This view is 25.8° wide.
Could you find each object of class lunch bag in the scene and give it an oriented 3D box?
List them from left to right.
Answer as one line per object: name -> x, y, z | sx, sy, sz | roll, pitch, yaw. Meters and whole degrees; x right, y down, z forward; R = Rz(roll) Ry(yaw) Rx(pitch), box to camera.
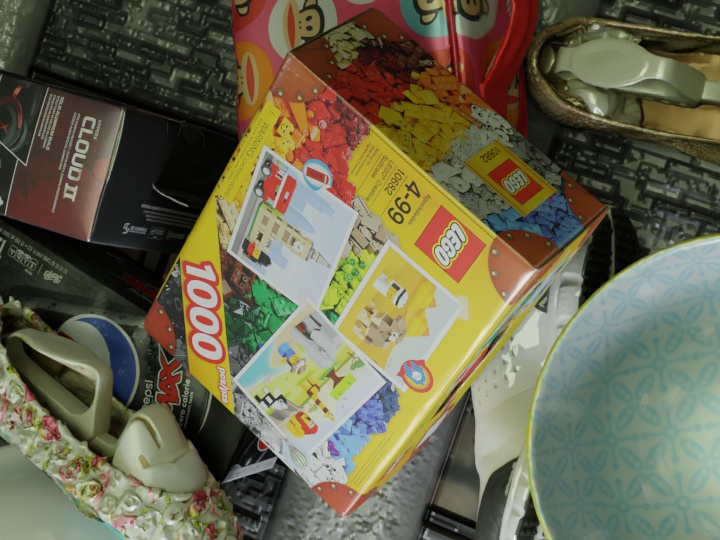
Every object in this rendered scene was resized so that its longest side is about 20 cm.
lunch bag -> 0.016, -0.132, 0.821 | 0.176, 0.082, 0.200 | -4, 89, 41

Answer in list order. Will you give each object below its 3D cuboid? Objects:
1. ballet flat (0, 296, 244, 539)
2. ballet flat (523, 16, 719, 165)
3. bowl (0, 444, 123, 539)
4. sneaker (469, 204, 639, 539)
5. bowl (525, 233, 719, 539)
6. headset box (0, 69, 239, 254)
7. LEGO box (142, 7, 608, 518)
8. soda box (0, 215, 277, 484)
ballet flat -> -0.136, 0.085, 0.822 | 0.200, 0.076, 0.064 | 33, 114, 16
ballet flat -> 0.173, -0.089, 0.790 | 0.200, 0.065, 0.071 | 8, 87, 21
bowl -> -0.169, 0.198, 0.839 | 0.201, 0.090, 0.201 | -2, 100, -10
sneaker -> 0.087, 0.062, 0.820 | 0.080, 0.074, 0.200 | 10, 85, 36
bowl -> 0.189, 0.084, 0.750 | 0.200, 0.108, 0.200 | -1, 86, 21
headset box -> -0.168, -0.064, 0.876 | 0.200, 0.149, 0.075 | 17, 93, 21
LEGO box -> 0.000, 0.000, 0.764 | 0.149, 0.077, 0.200 | 42, 132, 10
soda box -> -0.129, 0.041, 0.895 | 0.200, 0.071, 0.063 | 30, 103, 20
